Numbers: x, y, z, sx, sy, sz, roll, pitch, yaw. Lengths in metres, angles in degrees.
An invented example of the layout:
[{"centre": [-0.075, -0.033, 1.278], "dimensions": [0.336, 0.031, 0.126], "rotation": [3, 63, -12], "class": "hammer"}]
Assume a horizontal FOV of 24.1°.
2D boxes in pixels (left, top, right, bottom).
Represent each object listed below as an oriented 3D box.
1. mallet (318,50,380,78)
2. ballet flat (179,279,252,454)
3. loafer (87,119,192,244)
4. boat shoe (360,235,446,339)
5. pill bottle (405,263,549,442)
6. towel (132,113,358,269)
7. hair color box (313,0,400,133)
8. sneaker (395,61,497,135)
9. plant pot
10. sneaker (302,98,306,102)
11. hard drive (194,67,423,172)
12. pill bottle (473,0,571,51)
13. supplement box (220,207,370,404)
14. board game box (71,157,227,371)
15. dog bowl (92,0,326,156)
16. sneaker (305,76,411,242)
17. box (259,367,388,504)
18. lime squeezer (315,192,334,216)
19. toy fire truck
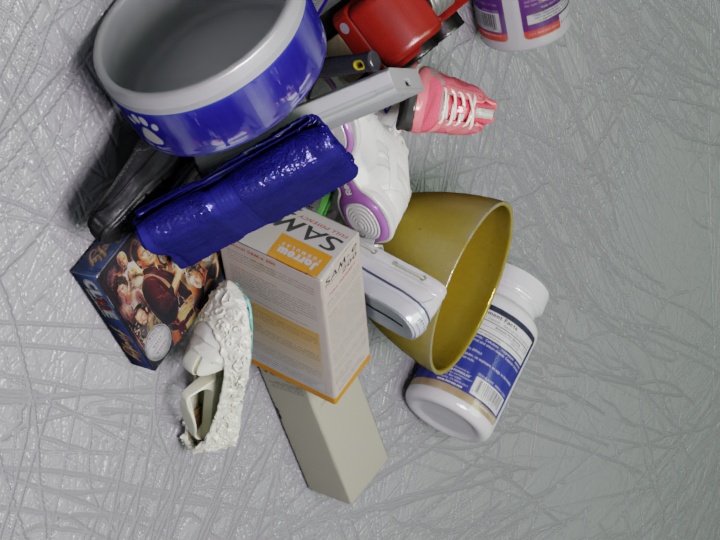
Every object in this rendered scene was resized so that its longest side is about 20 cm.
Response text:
[{"centre": [-0.054, -0.173, 1.547], "dimensions": [0.041, 0.199, 0.066], "rotation": [-34, 120, -39], "class": "mallet"}, {"centre": [-0.146, 0.105, 1.666], "dimensions": [0.072, 0.071, 0.202], "rotation": [-33, 141, -43], "class": "ballet flat"}, {"centre": [-0.198, -0.107, 1.559], "dimensions": [0.201, 0.070, 0.068], "rotation": [-57, 178, -32], "class": "loafer"}, {"centre": [0.000, 0.000, 1.729], "dimensions": [0.067, 0.199, 0.074], "rotation": [-46, 155, -24], "class": "boat shoe"}, {"centre": [0.145, 0.095, 2.033], "dimensions": [0.201, 0.115, 0.116], "rotation": [-61, 141, -21], "class": "pill bottle"}, {"centre": [-0.104, -0.072, 1.534], "dimensions": [0.050, 0.199, 0.148], "rotation": [64, 4, 10], "class": "towel"}, {"centre": [-0.012, -0.222, 1.770], "dimensions": [0.110, 0.064, 0.200], "rotation": [-60, 139, -22], "class": "hair color box"}, {"centre": [0.096, -0.178, 1.776], "dimensions": [0.200, 0.086, 0.075], "rotation": [-24, 127, -72], "class": "sneaker"}, {"centre": [0.062, -0.007, 1.848], "dimensions": [0.201, 0.141, 0.201], "rotation": [-54, 158, -34], "class": "plant pot"}, {"centre": [-0.102, -0.173, 1.668], "dimensions": [0.084, 0.075, 0.202], "rotation": [-25, 116, -37], "class": "sneaker"}, {"centre": [-0.046, -0.142, 1.578], "dimensions": [0.132, 0.198, 0.026], "rotation": [-24, 93, -75], "class": "hard drive"}, {"centre": [0.175, -0.364, 1.934], "dimensions": [0.111, 0.111, 0.201], "rotation": [-42, 132, -37], "class": "pill bottle"}, {"centre": [-0.063, 0.027, 1.686], "dimensions": [0.074, 0.125, 0.201], "rotation": [-50, 153, -31], "class": "supplement box"}, {"centre": [-0.181, -0.023, 1.631], "dimensions": [0.201, 0.034, 0.136], "rotation": [-55, 138, -27], "class": "board game box"}, {"centre": [-0.133, -0.200, 1.502], "dimensions": [0.201, 0.199, 0.079], "rotation": [-57, 140, -25], "class": "dog bowl"}, {"centre": [-0.002, -0.131, 1.740], "dimensions": [0.100, 0.074, 0.201], "rotation": [-52, 133, -40], "class": "sneaker"}, {"centre": [-0.039, 0.154, 1.846], "dimensions": [0.082, 0.068, 0.201], "rotation": [-46, 134, -34], "class": "box"}, {"centre": [-0.037, -0.001, 1.788], "dimensions": [0.038, 0.070, 0.202], "rotation": [-6, 89, -73], "class": "lime squeezer"}, {"centre": [0.080, -0.259, 1.634], "dimensions": [0.129, 0.200, 0.176], "rotation": [53, 51, -6], "class": "toy fire truck"}]
